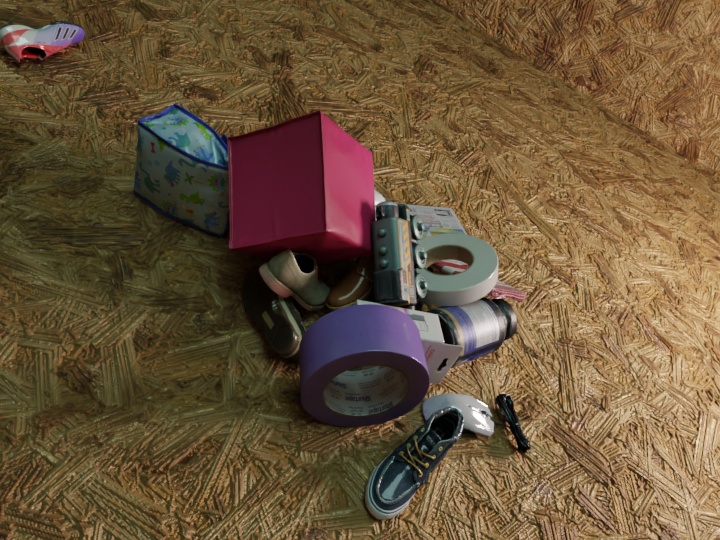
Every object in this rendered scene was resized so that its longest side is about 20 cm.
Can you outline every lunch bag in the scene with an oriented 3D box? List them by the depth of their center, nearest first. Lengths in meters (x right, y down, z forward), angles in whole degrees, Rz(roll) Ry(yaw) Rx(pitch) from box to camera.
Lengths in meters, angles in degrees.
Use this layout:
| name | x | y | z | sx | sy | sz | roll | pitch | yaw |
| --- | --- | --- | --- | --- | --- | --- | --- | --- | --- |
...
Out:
| name | x | y | z | sx | sy | sz | roll | pitch | yaw |
| --- | --- | --- | --- | --- | --- | --- | --- | --- | --- |
| lunch bag | -0.313 | -0.179 | 1.030 | 0.198 | 0.172 | 0.128 | 35 | 44 | 10 |

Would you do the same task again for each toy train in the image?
| name | x | y | z | sx | sy | sz | roll | pitch | yaw |
| --- | --- | --- | --- | --- | --- | --- | --- | --- | --- |
| toy train | 0.066 | -0.024 | 0.980 | 0.113 | 0.083 | 0.206 | 10 | 75 | -58 |

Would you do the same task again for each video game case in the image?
| name | x | y | z | sx | sy | sz | roll | pitch | yaw |
| --- | --- | --- | --- | --- | --- | --- | --- | --- | --- |
| video game case | 0.174 | -0.087 | 1.314 | 0.195 | 0.022 | 0.185 | 1 | 47 | -29 |

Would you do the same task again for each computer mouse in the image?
| name | x | y | z | sx | sy | sz | roll | pitch | yaw |
| --- | --- | --- | --- | --- | --- | --- | --- | --- | --- |
| computer mouse | 0.203 | 0.255 | 0.962 | 0.195 | 0.044 | 0.111 | 12 | 44 | -18 |

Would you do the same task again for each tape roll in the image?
| name | x | y | z | sx | sy | sz | roll | pitch | yaw |
| --- | --- | --- | --- | --- | --- | --- | --- | --- | --- |
| tape roll | 0.004 | 0.150 | 0.841 | 0.195 | 0.202 | 0.086 | 9 | 42 | -19 |
| tape roll | 0.172 | -0.007 | 1.082 | 0.197 | 0.038 | 0.205 | -7 | 35 | 5 |

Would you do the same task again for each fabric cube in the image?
| name | x | y | z | sx | sy | sz | roll | pitch | yaw |
| --- | --- | --- | --- | --- | --- | --- | --- | --- | --- |
| fabric cube | -0.099 | -0.128 | 0.963 | 0.198 | 0.195 | 0.202 | 15 | 71 | -63 |

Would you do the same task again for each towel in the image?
| name | x | y | z | sx | sy | sz | roll | pitch | yaw |
| --- | --- | --- | --- | --- | --- | --- | --- | --- | --- |
| towel | 0.233 | 0.017 | 1.154 | 0.142 | 0.023 | 0.198 | 10 | 13 | -44 |

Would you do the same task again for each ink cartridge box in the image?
| name | x | y | z | sx | sy | sz | roll | pitch | yaw |
| --- | --- | --- | --- | --- | --- | --- | --- | --- | --- |
| ink cartridge box | 0.068 | 0.129 | 0.961 | 0.195 | 0.119 | 0.068 | 12 | 40 | -17 |

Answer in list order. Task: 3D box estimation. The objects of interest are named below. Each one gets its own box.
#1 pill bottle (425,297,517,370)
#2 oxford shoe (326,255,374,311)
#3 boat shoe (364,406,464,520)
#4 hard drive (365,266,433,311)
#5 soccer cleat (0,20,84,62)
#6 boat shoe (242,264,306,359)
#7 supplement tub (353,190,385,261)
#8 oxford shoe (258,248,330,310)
| name | x | y | z | sx | sy | sz | roll | pitch | yaw |
| --- | --- | --- | --- | --- | --- | --- | --- | --- | --- |
| pill bottle | 0.208 | 0.114 | 1.057 | 0.196 | 0.113 | 0.113 | -11 | 52 | -37 |
| oxford shoe | 0.000 | 0.000 | 1.036 | 0.070 | 0.073 | 0.200 | 16 | 47 | 37 |
| boat shoe | 0.083 | 0.282 | 0.833 | 0.071 | 0.092 | 0.199 | 40 | 42 | 16 |
| hard drive | 0.069 | 0.035 | 1.115 | 0.133 | 0.043 | 0.201 | 29 | 41 | 1 |
| soccer cleat | -0.713 | -0.518 | 1.253 | 0.074 | 0.068 | 0.199 | 56 | 39 | -3 |
| boat shoe | -0.144 | 0.076 | 0.952 | 0.074 | 0.075 | 0.204 | 32 | 21 | -49 |
| supplement tub | -0.033 | -0.122 | 1.125 | 0.143 | 0.148 | 0.200 | -19 | 49 | -40 |
| oxford shoe | -0.094 | 0.017 | 0.963 | 0.071 | 0.074 | 0.199 | 54 | 11 | 24 |
